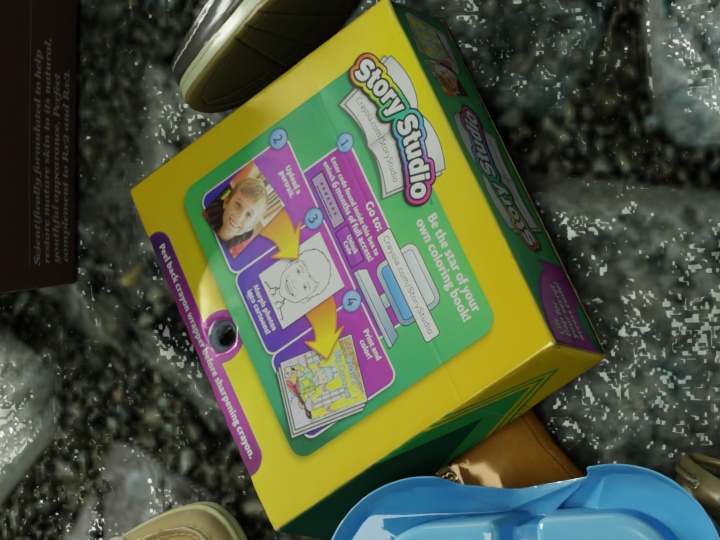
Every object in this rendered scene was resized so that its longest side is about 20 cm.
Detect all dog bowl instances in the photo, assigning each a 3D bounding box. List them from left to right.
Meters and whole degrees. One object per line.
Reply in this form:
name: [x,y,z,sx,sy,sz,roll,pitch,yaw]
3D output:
dog bowl: [0.081,0.148,1.340,0.200,0.050,0.112,-6,82,25]

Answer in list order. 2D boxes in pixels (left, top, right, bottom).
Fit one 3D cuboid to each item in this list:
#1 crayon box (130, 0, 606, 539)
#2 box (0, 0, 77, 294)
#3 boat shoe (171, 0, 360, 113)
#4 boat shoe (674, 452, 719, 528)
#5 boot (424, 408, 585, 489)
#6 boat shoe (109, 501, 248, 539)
crayon box: [0.000,0.000,1.404,0.173,0.058,0.200,-35,64,22]
box: [-0.270,-0.071,1.490,0.200,0.164,0.166,3,94,25]
boat shoe: [-0.027,-0.165,1.427,0.201,0.072,0.066,-48,64,20]
boat shoe: [0.233,0.127,1.322,0.201,0.073,0.063,8,102,32]
boot: [0.042,0.166,1.422,0.201,0.071,0.144,-42,70,18]
boat shoe: [-0.140,0.188,1.504,0.200,0.063,0.073,-38,77,22]
